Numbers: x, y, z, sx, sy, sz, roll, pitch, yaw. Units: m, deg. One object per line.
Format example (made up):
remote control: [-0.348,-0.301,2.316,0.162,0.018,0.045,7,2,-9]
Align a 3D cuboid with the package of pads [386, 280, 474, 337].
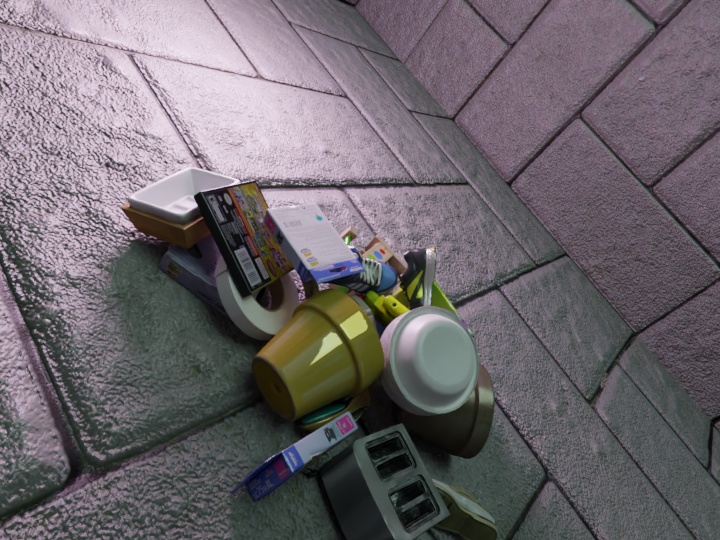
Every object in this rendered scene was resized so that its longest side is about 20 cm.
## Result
package of pads: [0.154,0.119,1.240,0.201,0.153,0.068,54,6,3]

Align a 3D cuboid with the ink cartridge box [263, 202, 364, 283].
ink cartridge box: [-0.091,-0.048,0.998,0.118,0.042,0.201,-13,52,-38]

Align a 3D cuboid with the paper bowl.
paper bowl: [0.138,0.168,0.979,0.197,0.104,0.205,8,69,-21]

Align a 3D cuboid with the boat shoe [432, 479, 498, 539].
boat shoe: [0.177,0.462,1.010,0.199,0.075,0.069,37,13,-7]

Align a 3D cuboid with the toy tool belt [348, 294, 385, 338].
toy tool belt: [0.008,0.140,1.124,0.122,0.126,0.200,17,21,-43]

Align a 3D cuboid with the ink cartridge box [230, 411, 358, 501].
ink cartridge box: [-0.102,0.302,0.828,0.198,0.119,0.042,-11,61,-53]

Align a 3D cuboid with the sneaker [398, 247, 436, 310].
sneaker: [0.124,0.046,1.177,0.083,0.204,0.074,8,-8,8]

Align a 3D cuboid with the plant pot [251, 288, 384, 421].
plant pot: [-0.088,0.165,0.940,0.188,0.201,0.202,-31,75,-35]

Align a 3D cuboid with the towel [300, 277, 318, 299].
towel: [-0.115,0.005,1.116,0.036,0.202,0.150,-11,47,-5]

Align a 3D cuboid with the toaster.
toaster: [0.036,0.382,0.890,0.198,0.119,0.183,0,51,-47]

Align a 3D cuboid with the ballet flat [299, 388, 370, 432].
ballet flat: [-0.037,0.276,0.987,0.199,0.068,0.064,-21,97,-52]

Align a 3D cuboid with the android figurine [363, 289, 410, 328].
android figurine: [0.086,0.129,1.125,0.041,0.183,0.199,-40,60,-18]

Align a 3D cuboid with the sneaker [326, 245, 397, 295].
sneaker: [0.000,0.000,1.114,0.196,0.146,0.082,10,78,-8]

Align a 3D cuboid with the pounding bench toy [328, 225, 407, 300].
pounding bench toy: [-0.006,-0.008,1.282,0.200,0.124,0.156,46,33,5]

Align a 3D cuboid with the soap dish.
soap dish: [-0.341,-0.127,1.022,0.155,0.083,0.200,17,35,19]

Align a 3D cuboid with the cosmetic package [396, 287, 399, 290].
cosmetic package: [0.159,0.124,1.319,0.200,0.104,0.087,44,12,4]

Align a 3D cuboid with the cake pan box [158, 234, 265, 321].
cake pan box: [-0.278,-0.009,1.054,0.199,0.052,0.185,37,35,-11]

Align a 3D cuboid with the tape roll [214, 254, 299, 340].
tape roll: [-0.198,0.036,1.011,0.202,0.037,0.206,41,36,-39]

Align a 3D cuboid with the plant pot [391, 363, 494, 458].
plant pot: [0.163,0.285,1.103,0.170,0.202,0.202,13,40,-13]

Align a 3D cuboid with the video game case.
video game case: [-0.214,-0.068,0.993,0.203,0.025,0.180,65,26,-5]
